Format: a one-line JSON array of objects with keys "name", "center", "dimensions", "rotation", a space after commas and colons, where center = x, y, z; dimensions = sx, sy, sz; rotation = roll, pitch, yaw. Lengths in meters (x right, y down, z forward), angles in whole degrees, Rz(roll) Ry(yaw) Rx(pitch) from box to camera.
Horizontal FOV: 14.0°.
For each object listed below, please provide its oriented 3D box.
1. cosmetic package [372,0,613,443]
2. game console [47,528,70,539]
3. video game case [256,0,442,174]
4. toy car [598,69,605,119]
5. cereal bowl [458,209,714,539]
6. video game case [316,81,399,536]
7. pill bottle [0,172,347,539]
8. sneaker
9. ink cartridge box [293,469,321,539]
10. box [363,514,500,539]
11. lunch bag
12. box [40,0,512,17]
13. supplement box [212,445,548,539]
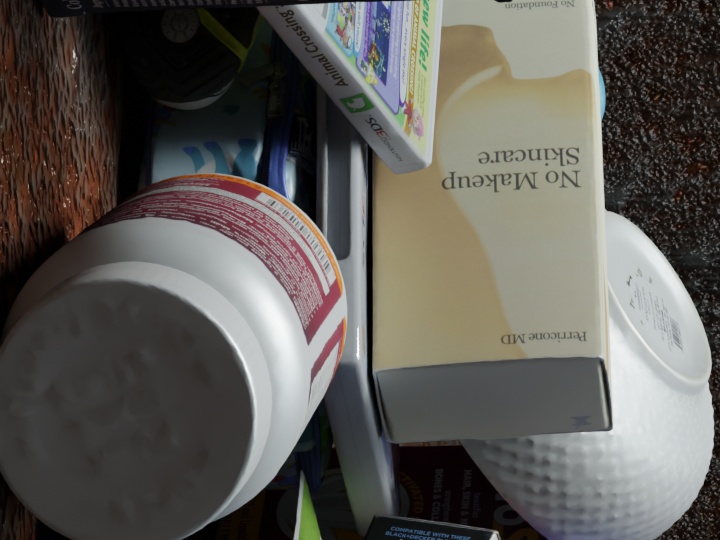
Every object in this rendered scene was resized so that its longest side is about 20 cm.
[{"name": "cosmetic package", "center": [0.057, -0.029, 1.293], "dimensions": [0.071, 0.105, 0.201], "rotation": [76, 11, -59]}, {"name": "game console", "center": [-0.047, 0.187, 1.086], "dimensions": [0.171, 0.118, 0.201], "rotation": [74, 14, -48]}, {"name": "video game case", "center": [-0.010, -0.171, 1.239], "dimensions": [0.182, 0.022, 0.201], "rotation": [48, 38, -48]}, {"name": "toy car", "center": [-0.009, -0.090, 1.589], "dimensions": [0.200, 0.184, 0.177], "rotation": [-45, -119, 40]}, {"name": "cereal bowl", "center": [0.106, 0.032, 1.389], "dimensions": [0.200, 0.083, 0.201], "rotation": [43, 27, -28]}, {"name": "video game case", "center": [0.000, 0.000, 1.321], "dimensions": [0.200, 0.023, 0.183], "rotation": [79, 10, -64]}, {"name": "pill bottle", "center": [-0.067, 0.031, 1.040], "dimensions": [0.200, 0.109, 0.110], "rotation": [-56, 143, -79]}, {"name": "sneaker", "center": [-0.066, -0.162, 1.269], "dimensions": [0.076, 0.075, 0.201], "rotation": [68, 23, -71]}, {"name": "ink cartridge box", "center": [-0.048, 0.212, 1.326], "dimensions": [0.148, 0.075, 0.201], "rotation": [-83, 166, -51]}, {"name": "box", "center": [0.010, 0.216, 1.241], "dimensions": [0.117, 0.060, 0.200], "rotation": [75, 30, -41]}, {"name": "lunch bag", "center": [-0.051, -0.012, 1.339], "dimensions": [0.161, 0.082, 0.201], "rotation": [-88, 174, -53]}, {"name": "box", "center": [-0.036, -0.205, 1.078], "dimensions": [0.104, 0.181, 0.201], "rotation": [66, 22, -72]}, {"name": "supplement box", "center": [0.029, 0.151, 1.454], "dimensions": [0.111, 0.199, 0.086], "rotation": [-82, 169, -56]}]
